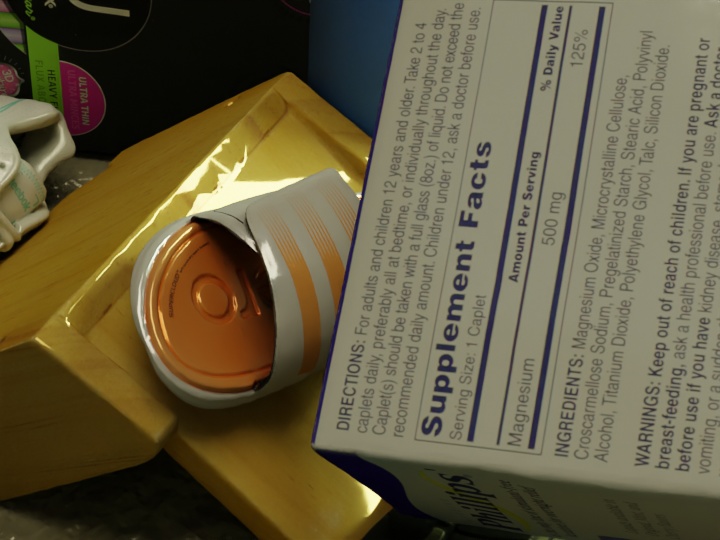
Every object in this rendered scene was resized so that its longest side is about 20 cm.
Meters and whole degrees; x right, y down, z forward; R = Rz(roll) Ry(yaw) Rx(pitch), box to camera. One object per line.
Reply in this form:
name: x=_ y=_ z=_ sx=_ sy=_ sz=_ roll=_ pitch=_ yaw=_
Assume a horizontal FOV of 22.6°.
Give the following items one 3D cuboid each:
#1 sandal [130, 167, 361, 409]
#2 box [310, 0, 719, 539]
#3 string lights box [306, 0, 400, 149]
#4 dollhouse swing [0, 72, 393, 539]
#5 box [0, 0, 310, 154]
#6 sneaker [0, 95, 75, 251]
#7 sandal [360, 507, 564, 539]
sandal: x=-0.003 y=-0.008 z=0.733 sx=0.206 sy=0.059 sz=0.079 roll=-19 pitch=80 yaw=-42
box: x=0.104 y=0.001 z=0.652 sx=0.199 sy=0.105 sz=0.185 roll=5 pitch=73 yaw=21
string lights box: x=0.021 y=-0.102 z=0.844 sx=0.059 sy=0.201 sz=0.103 roll=19 pitch=44 yaw=16
dollhouse swing: x=-0.063 y=0.046 z=0.801 sx=0.181 sy=0.176 sz=0.200 roll=-20 pitch=24 yaw=43
box: x=-0.104 y=-0.150 z=0.929 sx=0.199 sy=0.149 sz=0.125 roll=6 pitch=42 yaw=3
sneaker: x=-0.193 y=-0.027 z=0.830 sx=0.080 sy=0.071 sz=0.201 roll=-3 pitch=37 yaw=15
sandal: x=0.067 y=0.099 z=0.734 sx=0.201 sy=0.057 sz=0.080 roll=-36 pitch=44 yaw=-27
